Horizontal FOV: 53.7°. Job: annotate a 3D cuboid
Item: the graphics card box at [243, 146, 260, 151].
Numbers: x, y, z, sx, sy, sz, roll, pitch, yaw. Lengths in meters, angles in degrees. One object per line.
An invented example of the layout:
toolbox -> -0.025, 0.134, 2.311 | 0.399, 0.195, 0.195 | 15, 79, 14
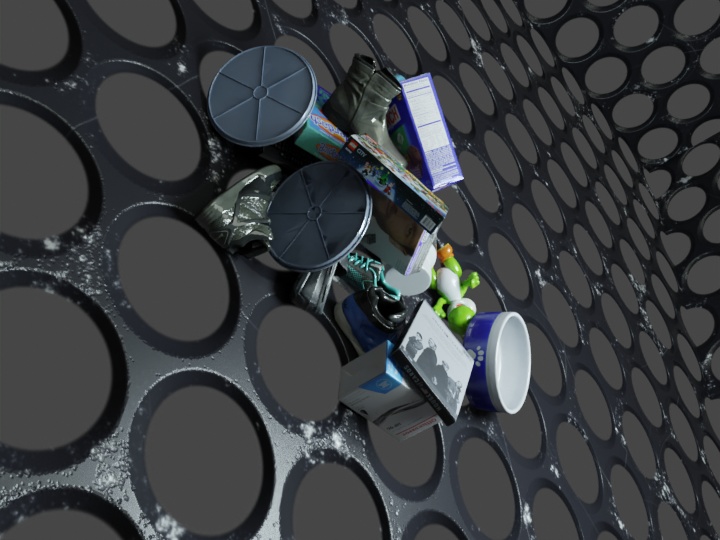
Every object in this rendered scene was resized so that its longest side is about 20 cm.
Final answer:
graphics card box -> -0.146, -0.272, 1.335 | 0.198, 0.050, 0.128 | 11, 57, -47

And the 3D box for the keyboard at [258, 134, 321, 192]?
keyboard -> -0.108, -0.191, 1.301 | 0.198, 0.020, 0.130 | 17, 86, -48

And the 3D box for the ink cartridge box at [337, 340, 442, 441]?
ink cartridge box -> 0.070, 0.215, 1.197 | 0.199, 0.115, 0.069 | 38, 37, -28

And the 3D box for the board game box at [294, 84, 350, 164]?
board game box -> -0.053, -0.263, 1.319 | 0.150, 0.045, 0.202 | 28, 32, -27

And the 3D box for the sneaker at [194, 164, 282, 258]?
sneaker -> -0.173, -0.092, 1.149 | 0.115, 0.075, 0.200 | 53, 38, -12

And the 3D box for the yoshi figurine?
yoshi figurine -> 0.195, 0.053, 1.498 | 0.111, 0.112, 0.203 | -27, 90, -40

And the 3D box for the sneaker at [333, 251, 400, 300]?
sneaker -> 0.000, 0.000, 1.287 | 0.201, 0.090, 0.078 | 50, 35, -14

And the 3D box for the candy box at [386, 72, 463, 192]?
candy box -> 0.096, -0.242, 1.343 | 0.076, 0.168, 0.205 | -18, 91, -23

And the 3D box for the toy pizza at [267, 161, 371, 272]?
toy pizza -> -0.070, -0.088, 1.175 | 0.032, 0.196, 0.204 | 47, 29, -57

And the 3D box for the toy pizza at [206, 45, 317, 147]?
toy pizza -> -0.169, -0.299, 1.232 | 0.032, 0.195, 0.205 | 69, 6, -67

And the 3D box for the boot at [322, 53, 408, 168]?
boot -> 0.034, -0.277, 1.262 | 0.199, 0.131, 0.068 | 42, 28, -1

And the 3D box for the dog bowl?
dog bowl -> 0.281, 0.187, 1.460 | 0.198, 0.077, 0.206 | 2, 88, -57

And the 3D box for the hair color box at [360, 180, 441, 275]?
hair color box -> 0.043, -0.092, 1.318 | 0.198, 0.111, 0.064 | 35, 26, 25

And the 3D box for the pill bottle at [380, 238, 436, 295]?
pill bottle -> 0.097, -0.058, 1.433 | 0.116, 0.115, 0.203 | 35, 41, -31

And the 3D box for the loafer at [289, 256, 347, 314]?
loafer -> -0.051, -0.017, 1.209 | 0.069, 0.068, 0.203 | 31, 64, -7

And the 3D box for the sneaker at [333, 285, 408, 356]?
sneaker -> 0.050, 0.118, 1.247 | 0.202, 0.110, 0.077 | 55, 35, -8

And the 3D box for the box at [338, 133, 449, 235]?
box -> 0.060, -0.148, 1.186 | 0.199, 0.038, 0.137 | 41, 16, 0

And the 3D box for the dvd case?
dvd case -> 0.127, 0.149, 1.205 | 0.151, 0.025, 0.200 | 51, 26, -5

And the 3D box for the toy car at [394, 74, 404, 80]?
toy car -> 0.094, -0.350, 1.612 | 0.174, 0.149, 0.203 | -27, 87, -55
